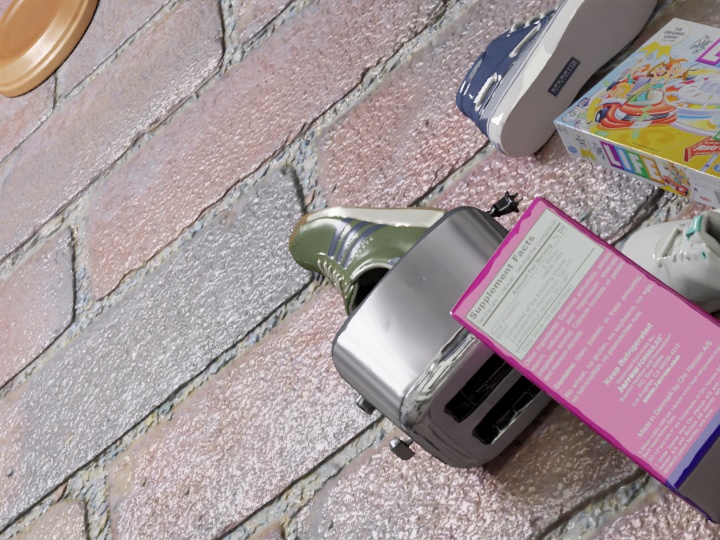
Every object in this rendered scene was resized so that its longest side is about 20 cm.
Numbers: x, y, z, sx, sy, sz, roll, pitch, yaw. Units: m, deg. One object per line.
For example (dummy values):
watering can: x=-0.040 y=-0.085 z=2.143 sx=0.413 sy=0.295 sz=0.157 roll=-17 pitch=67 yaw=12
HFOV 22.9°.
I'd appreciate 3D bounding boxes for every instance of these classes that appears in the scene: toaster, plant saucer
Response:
toaster: x=0.082 y=0.048 z=1.305 sx=0.200 sy=0.114 sz=0.129 roll=-47 pitch=38 yaw=3
plant saucer: x=-0.412 y=-0.315 z=2.272 sx=0.199 sy=0.037 sz=0.202 roll=-31 pitch=39 yaw=29

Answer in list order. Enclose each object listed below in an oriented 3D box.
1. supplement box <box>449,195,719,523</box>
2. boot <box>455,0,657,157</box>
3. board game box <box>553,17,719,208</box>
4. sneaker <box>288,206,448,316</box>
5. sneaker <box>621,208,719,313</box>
supplement box: x=0.171 y=0.055 z=1.138 sx=0.200 sy=0.101 sz=0.104 roll=40 pitch=92 yaw=33
boot: x=0.157 y=-0.193 z=1.457 sx=0.200 sy=0.073 sz=0.090 roll=-50 pitch=40 yaw=6
board game box: x=0.249 y=-0.115 z=1.280 sx=0.134 sy=0.034 sz=0.200 roll=-40 pitch=32 yaw=-15
sneaker: x=0.000 y=0.000 z=1.477 sx=0.199 sy=0.067 sz=0.090 roll=-2 pitch=53 yaw=45
sneaker: x=0.238 y=-0.013 z=1.191 sx=0.199 sy=0.088 sz=0.076 roll=13 pitch=72 yaw=54
